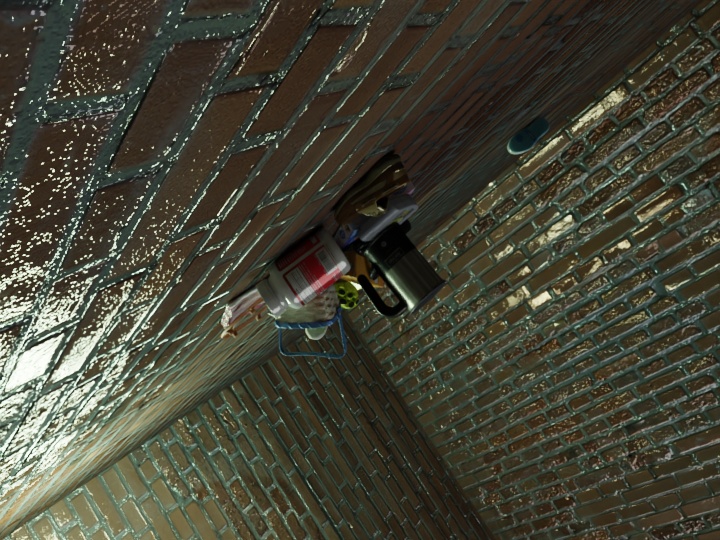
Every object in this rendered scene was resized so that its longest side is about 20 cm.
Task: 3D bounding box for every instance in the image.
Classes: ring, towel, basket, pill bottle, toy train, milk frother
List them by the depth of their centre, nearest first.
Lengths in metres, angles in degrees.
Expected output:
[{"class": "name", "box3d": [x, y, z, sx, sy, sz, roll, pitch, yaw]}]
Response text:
[{"class": "pill bottle", "box3d": [-0.127, 0.008, 1.333, 0.198, 0.114, 0.112, -36, 175, -2]}, {"class": "basket", "box3d": [-0.120, 0.112, 1.458, 0.170, 0.207, 0.139, 1, -166, 13]}, {"class": "towel", "box3d": [-0.267, 0.079, 1.476, 0.145, 0.030, 0.200, -36, 174, -25]}, {"class": "ring", "box3d": [-0.263, 0.108, 1.511, 0.199, 0.019, 0.200, -41, 176, -4]}, {"class": "milk frother", "box3d": [0.104, 0.011, 1.516, 0.180, 0.190, 0.199, -44, 167, 23]}, {"class": "toy train", "box3d": [0.037, -0.087, 1.614, 0.046, 0.034, 0.199, -52, 168, 28]}]

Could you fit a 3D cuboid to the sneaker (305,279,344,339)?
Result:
[{"class": "sneaker", "box3d": [-0.101, 0.100, 1.683, 0.203, 0.076, 0.082, -60, -176, -20]}]

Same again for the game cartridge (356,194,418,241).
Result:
[{"class": "game cartridge", "box3d": [0.073, -0.128, 1.466, 0.133, 0.041, 0.199, -44, 172, 19]}]

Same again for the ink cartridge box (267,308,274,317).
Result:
[{"class": "ink cartridge box", "box3d": [-0.195, 0.117, 1.746, 0.200, 0.112, 0.070, 100, 10, -82]}]

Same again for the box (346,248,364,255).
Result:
[{"class": "box", "box3d": [-0.066, -0.013, 1.746, 0.199, 0.083, 0.068, -40, 172, 18]}]

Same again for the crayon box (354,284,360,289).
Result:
[{"class": "crayon box", "box3d": [-0.003, 0.015, 1.830, 0.125, 0.052, 0.199, -43, -173, -36]}]

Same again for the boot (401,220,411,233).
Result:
[{"class": "boot", "box3d": [0.062, -0.090, 2.012, 0.186, 0.069, 0.200, -35, 175, -29]}]

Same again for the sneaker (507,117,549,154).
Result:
[{"class": "sneaker", "box3d": [0.610, -0.477, 2.276, 0.197, 0.081, 0.131, -35, 173, -16]}]

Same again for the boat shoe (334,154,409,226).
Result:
[{"class": "boat shoe", "box3d": [0.022, -0.144, 1.215, 0.199, 0.075, 0.075, -42, 172, 40]}]

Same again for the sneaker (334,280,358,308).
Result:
[{"class": "sneaker", "box3d": [-0.089, 0.067, 1.609, 0.195, 0.077, 0.083, 1, 177, -36]}]

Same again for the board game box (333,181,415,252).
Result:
[{"class": "board game box", "box3d": [0.027, -0.134, 1.526, 0.197, 0.042, 0.200, -36, 175, -19]}]

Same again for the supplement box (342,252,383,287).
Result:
[{"class": "supplement box", "box3d": [0.000, 0.000, 1.611, 0.064, 0.071, 0.199, 3, 175, 23]}]
